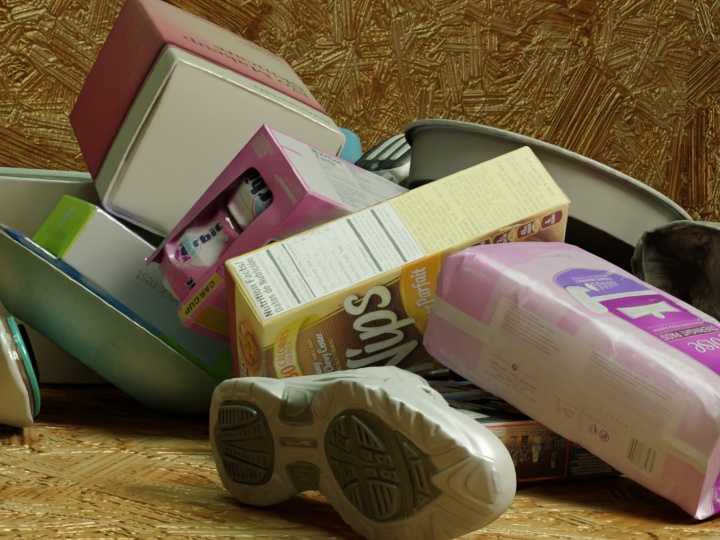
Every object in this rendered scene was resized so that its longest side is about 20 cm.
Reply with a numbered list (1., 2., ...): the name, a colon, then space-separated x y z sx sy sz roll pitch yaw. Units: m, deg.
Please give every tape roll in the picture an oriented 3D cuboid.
1. tape roll: -0.225 0.000 1.517 0.202 0.140 0.203 3 4 0

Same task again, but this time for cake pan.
1. cake pan: 0.117 -0.042 1.376 0.200 0.037 0.200 20 -9 3

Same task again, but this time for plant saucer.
1. plant saucer: -0.163 0.041 1.321 0.201 0.039 0.201 33 -7 4

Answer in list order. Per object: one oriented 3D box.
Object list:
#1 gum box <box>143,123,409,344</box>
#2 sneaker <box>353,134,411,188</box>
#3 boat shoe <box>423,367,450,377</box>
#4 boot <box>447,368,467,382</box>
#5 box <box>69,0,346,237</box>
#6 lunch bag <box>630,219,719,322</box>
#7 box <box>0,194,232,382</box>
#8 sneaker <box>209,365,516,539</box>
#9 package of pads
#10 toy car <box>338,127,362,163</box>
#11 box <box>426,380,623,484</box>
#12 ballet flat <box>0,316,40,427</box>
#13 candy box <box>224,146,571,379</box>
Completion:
1. gum box: -0.025 -0.004 1.304 0.200 0.114 0.066 22 26 -49
2. sneaker: 0.000 0.000 1.462 0.200 0.116 0.075 -37 26 -28
3. boat shoe: -0.003 0.046 1.603 0.199 0.069 0.057 5 3 -25
4. boot: 0.145 0.046 1.408 0.167 0.077 0.200 2 29 -8
5. box: -0.105 -0.093 1.409 0.128 0.109 0.200 23 12 -21
6. lunch bag: 0.275 0.039 1.305 0.200 0.118 0.164 37 23 34
7. box: -0.132 0.016 1.368 0.200 0.048 0.122 37 -7 -17
8. sneaker: 0.016 0.076 1.014 0.099 0.078 0.200 -13 14 -36
9. package of pads: 0.142 0.052 1.160 0.200 0.076 0.120 31 24 33
10. toy car: -0.086 -0.002 1.825 0.176 0.185 0.200 3 -24 -16
11. box: 0.041 0.091 1.200 0.200 0.040 0.137 1 6 -43
12. ballet flat: -0.223 0.063 1.256 0.069 0.070 0.200 3 0 -9
13. candy box: 0.021 0.013 1.254 0.199 0.116 0.055 -22 54 -17
